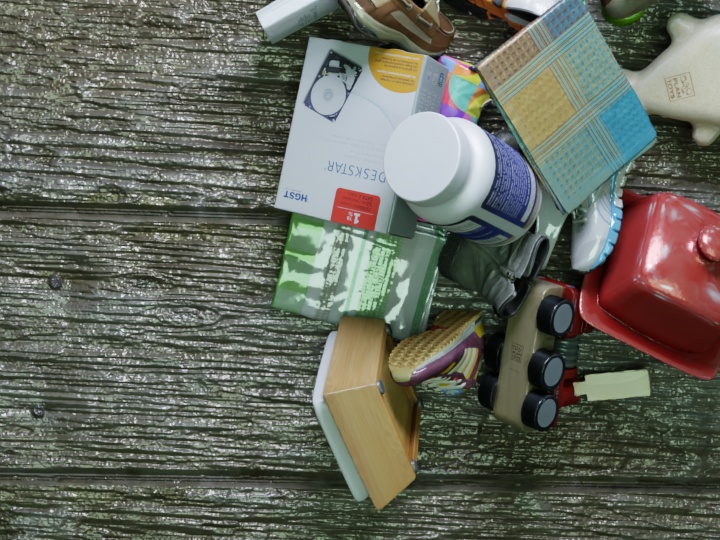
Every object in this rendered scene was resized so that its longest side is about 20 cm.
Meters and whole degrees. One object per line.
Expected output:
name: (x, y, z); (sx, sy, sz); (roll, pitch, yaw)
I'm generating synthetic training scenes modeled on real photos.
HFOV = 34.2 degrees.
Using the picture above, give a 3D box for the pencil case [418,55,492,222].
pencil case: (0.095, -0.156, 1.390); (0.087, 0.088, 0.203); (24, 100, -7)

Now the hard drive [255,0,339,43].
hard drive: (-0.023, -0.321, 1.327); (0.198, 0.132, 0.027); (-29, 94, 2)

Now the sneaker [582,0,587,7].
sneaker: (0.217, -0.268, 1.369); (0.083, 0.078, 0.204); (7, 86, -2)

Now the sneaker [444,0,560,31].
sneaker: (0.164, -0.340, 1.351); (0.198, 0.076, 0.093); (27, 80, 21)

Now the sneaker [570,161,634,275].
sneaker: (0.264, -0.098, 1.373); (0.085, 0.075, 0.204); (17, 81, -20)

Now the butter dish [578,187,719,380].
butter dish: (0.381, -0.007, 1.373); (0.197, 0.148, 0.202); (25, 62, -8)

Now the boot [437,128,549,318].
boot: (0.178, -0.054, 1.384); (0.067, 0.130, 0.203); (10, 104, -44)

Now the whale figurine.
whale figurine: (0.396, -0.231, 1.401); (0.197, 0.104, 0.162); (-14, 103, 24)

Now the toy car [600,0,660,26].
toy car: (0.313, -0.405, 1.330); (0.156, 0.164, 0.202); (-27, 88, 2)

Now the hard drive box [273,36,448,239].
hard drive box: (0.001, -0.152, 1.346); (0.153, 0.077, 0.204); (12, 93, 24)

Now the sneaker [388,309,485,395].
sneaker: (0.100, 0.114, 1.388); (0.074, 0.199, 0.092); (-2, 106, 32)

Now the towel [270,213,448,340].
towel: (0.000, 0.000, 1.438); (0.196, 0.031, 0.152); (13, 98, -6)

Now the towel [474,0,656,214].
towel: (0.232, -0.185, 1.303); (0.146, 0.022, 0.201); (-37, 108, -4)

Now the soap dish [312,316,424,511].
soap dish: (0.014, 0.158, 1.370); (0.080, 0.201, 0.159); (-19, 109, 13)

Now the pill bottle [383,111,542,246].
pill bottle: (0.112, -0.100, 1.279); (0.114, 0.199, 0.118); (-7, 77, 30)

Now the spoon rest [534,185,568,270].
spoon rest: (0.235, -0.097, 1.421); (0.097, 0.061, 0.204); (12, 100, -6)

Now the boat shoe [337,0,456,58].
boat shoe: (0.057, -0.292, 1.308); (0.074, 0.199, 0.076); (-45, 69, 25)

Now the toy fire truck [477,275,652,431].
toy fire truck: (0.263, 0.103, 1.443); (0.198, 0.128, 0.180); (-2, 104, -44)
